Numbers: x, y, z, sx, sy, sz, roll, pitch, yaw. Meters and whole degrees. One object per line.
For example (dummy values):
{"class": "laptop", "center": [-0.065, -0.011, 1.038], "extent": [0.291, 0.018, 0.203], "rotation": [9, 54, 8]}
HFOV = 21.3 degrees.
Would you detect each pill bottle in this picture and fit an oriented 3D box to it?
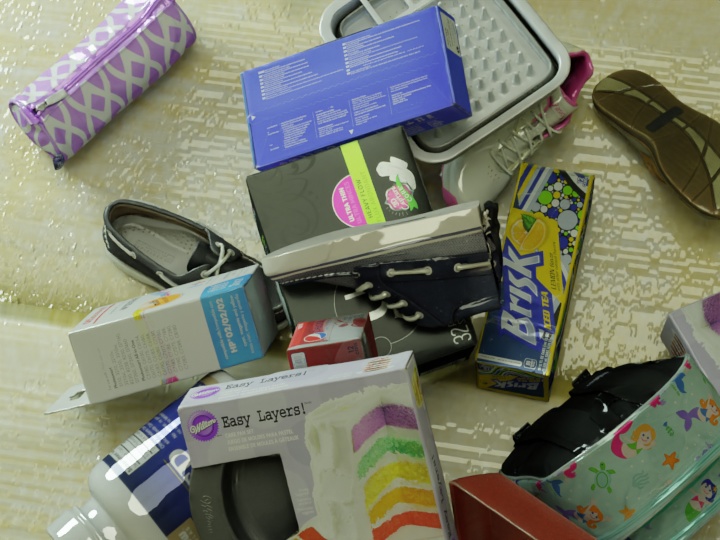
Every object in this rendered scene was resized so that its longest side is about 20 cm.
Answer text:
{"class": "pill bottle", "center": [-0.160, 0.189, 1.618], "extent": [0.200, 0.120, 0.120], "rotation": [-40, 67, -12]}

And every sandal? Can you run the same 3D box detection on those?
{"class": "sandal", "center": [0.286, -0.111, 1.757], "extent": [0.080, 0.054, 0.200], "rotation": [-30, 51, -15]}

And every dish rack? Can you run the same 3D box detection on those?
{"class": "dish rack", "center": [0.077, -0.196, 1.735], "extent": [0.171, 0.044, 0.200], "rotation": [-33, 65, -6]}

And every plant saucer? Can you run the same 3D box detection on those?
{"class": "plant saucer", "center": [0.164, 0.240, 1.515], "extent": [0.200, 0.200, 0.037], "rotation": [34, 72, 19]}

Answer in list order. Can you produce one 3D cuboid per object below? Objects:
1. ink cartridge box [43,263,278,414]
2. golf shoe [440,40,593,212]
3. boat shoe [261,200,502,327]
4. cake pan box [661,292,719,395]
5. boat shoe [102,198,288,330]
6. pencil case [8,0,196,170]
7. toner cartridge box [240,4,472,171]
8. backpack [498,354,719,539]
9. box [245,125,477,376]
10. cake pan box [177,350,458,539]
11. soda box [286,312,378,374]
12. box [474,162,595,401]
{"class": "ink cartridge box", "center": [-0.180, 0.059, 1.666], "extent": [0.199, 0.115, 0.068], "rotation": [-16, 98, 6]}
{"class": "golf shoe", "center": [0.143, -0.134, 1.751], "extent": [0.091, 0.075, 0.201], "rotation": [6, 61, 48]}
{"class": "boat shoe", "center": [0.024, 0.008, 1.565], "extent": [0.199, 0.075, 0.093], "rotation": [-12, 98, 7]}
{"class": "cake pan box", "center": [0.381, 0.094, 1.629], "extent": [0.183, 0.052, 0.201], "rotation": [-21, 64, -9]}
{"class": "boat shoe", "center": [-0.147, -0.008, 1.742], "extent": [0.199, 0.060, 0.074], "rotation": [28, 65, 16]}
{"class": "pencil case", "center": [-0.247, -0.191, 1.827], "extent": [0.084, 0.086, 0.200], "rotation": [39, 73, 19]}
{"class": "toner cartridge box", "center": [-0.006, -0.156, 1.690], "extent": [0.199, 0.043, 0.096], "rotation": [-16, 72, 23]}
{"class": "backpack", "center": [0.220, 0.154, 1.554], "extent": [0.177, 0.200, 0.151], "rotation": [-38, 87, -13]}
{"class": "box", "center": [0.000, 0.000, 1.662], "extent": [0.148, 0.124, 0.201], "rotation": [-19, 82, -4]}
{"class": "cake pan box", "center": [-0.034, 0.170, 1.504], "extent": [0.199, 0.052, 0.185], "rotation": [-9, 101, 13]}
{"class": "soda box", "center": [-0.006, 0.141, 1.557], "extent": [0.063, 0.070, 0.201], "rotation": [-9, 105, 9]}
{"class": "box", "center": [0.155, 0.010, 1.701], "extent": [0.070, 0.064, 0.201], "rotation": [11, 66, 10]}
